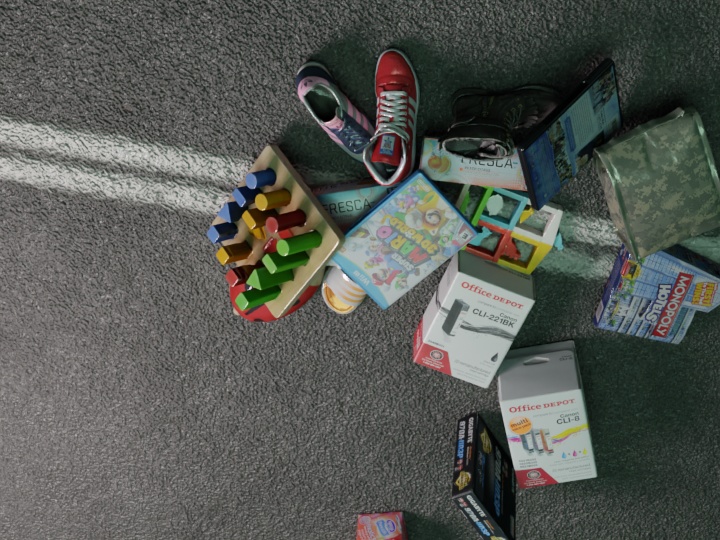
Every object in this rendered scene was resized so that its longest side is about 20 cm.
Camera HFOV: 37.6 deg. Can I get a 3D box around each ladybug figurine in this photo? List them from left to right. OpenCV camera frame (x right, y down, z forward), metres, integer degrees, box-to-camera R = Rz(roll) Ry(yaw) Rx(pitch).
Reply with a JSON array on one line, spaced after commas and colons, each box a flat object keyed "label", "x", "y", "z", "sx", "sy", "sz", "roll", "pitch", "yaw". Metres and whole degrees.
[{"label": "ladybug figurine", "x": -0.145, "y": 0.022, "z": 1.790, "sx": 0.135, "sy": 0.072, "sz": 0.200, "roll": 40, "pitch": 116, "yaw": -19}]

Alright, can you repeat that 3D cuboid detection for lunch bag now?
[{"label": "lunch bag", "x": 0.451, "y": -0.143, "z": 1.612, "sx": 0.162, "sy": 0.118, "sz": 0.202, "roll": -22, "pitch": 123, "yaw": 5}]

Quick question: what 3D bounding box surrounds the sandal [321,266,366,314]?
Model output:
[{"label": "sandal", "x": -0.007, "y": -0.004, "z": 1.771, "sx": 0.078, "sy": 0.059, "sz": 0.208, "roll": 23, "pitch": 120, "yaw": -9}]

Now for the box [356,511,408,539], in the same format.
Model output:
[{"label": "box", "x": 0.051, "y": 0.590, "z": 2.106, "sx": 0.093, "sy": 0.103, "sz": 0.202, "roll": -5, "pitch": 120, "yaw": 7}]

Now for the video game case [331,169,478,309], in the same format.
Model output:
[{"label": "video game case", "x": 0.064, "y": -0.045, "z": 1.647, "sx": 0.199, "sy": 0.018, "sz": 0.143, "roll": -39, "pitch": 113, "yaw": 19}]

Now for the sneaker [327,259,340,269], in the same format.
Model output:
[{"label": "sneaker", "x": 0.006, "y": -0.004, "z": 1.710, "sx": 0.197, "sy": 0.074, "sz": 0.117, "roll": -11, "pitch": 100, "yaw": -6}]

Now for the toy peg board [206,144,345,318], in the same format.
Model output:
[{"label": "toy peg board", "x": -0.158, "y": -0.054, "z": 1.659, "sx": 0.200, "sy": 0.097, "sz": 0.200, "roll": 53, "pitch": 126, "yaw": 15}]

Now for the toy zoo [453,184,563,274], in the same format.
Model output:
[{"label": "toy zoo", "x": 0.242, "y": -0.071, "z": 1.735, "sx": 0.197, "sy": 0.021, "sz": 0.132, "roll": 20, "pitch": 121, "yaw": -8}]

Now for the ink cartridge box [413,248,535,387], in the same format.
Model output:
[{"label": "ink cartridge box", "x": 0.191, "y": 0.080, "z": 1.794, "sx": 0.142, "sy": 0.084, "sz": 0.202, "roll": 20, "pitch": 120, "yaw": -7}]

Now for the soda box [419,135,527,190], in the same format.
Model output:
[{"label": "soda box", "x": 0.191, "y": -0.166, "z": 1.637, "sx": 0.197, "sy": 0.068, "sz": 0.065, "roll": 7, "pitch": 100, "yaw": 0}]

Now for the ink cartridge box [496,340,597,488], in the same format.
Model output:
[{"label": "ink cartridge box", "x": 0.324, "y": 0.250, "z": 1.854, "sx": 0.143, "sy": 0.145, "sz": 0.202, "roll": -11, "pitch": 119, "yaw": 11}]

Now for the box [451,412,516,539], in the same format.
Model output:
[{"label": "box", "x": 0.225, "y": 0.382, "z": 1.908, "sx": 0.046, "sy": 0.201, "sz": 0.160, "roll": -24, "pitch": 117, "yaw": 23}]

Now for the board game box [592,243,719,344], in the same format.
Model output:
[{"label": "board game box", "x": 0.514, "y": 0.038, "z": 1.759, "sx": 0.197, "sy": 0.062, "sz": 0.202, "roll": 12, "pitch": 122, "yaw": -2}]

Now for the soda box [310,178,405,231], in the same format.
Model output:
[{"label": "soda box", "x": -0.021, "y": -0.103, "z": 1.703, "sx": 0.197, "sy": 0.064, "sz": 0.069, "roll": -8, "pitch": 107, "yaw": 8}]

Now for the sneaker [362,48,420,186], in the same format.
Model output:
[{"label": "sneaker", "x": 0.046, "y": -0.225, "z": 1.584, "sx": 0.070, "sy": 0.113, "sz": 0.203, "roll": 1, "pitch": 107, "yaw": 16}]

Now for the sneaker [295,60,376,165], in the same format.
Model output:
[{"label": "sneaker", "x": -0.031, "y": -0.225, "z": 1.624, "sx": 0.070, "sy": 0.082, "sz": 0.200, "roll": -36, "pitch": 115, "yaw": 20}]

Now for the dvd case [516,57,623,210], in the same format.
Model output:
[{"label": "dvd case", "x": 0.311, "y": -0.199, "z": 1.558, "sx": 0.200, "sy": 0.017, "sz": 0.143, "roll": -44, "pitch": 142, "yaw": -13}]

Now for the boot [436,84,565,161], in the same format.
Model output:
[{"label": "boot", "x": 0.213, "y": -0.209, "z": 1.562, "sx": 0.197, "sy": 0.175, "sz": 0.070, "roll": 0, "pitch": 122, "yaw": 6}]
